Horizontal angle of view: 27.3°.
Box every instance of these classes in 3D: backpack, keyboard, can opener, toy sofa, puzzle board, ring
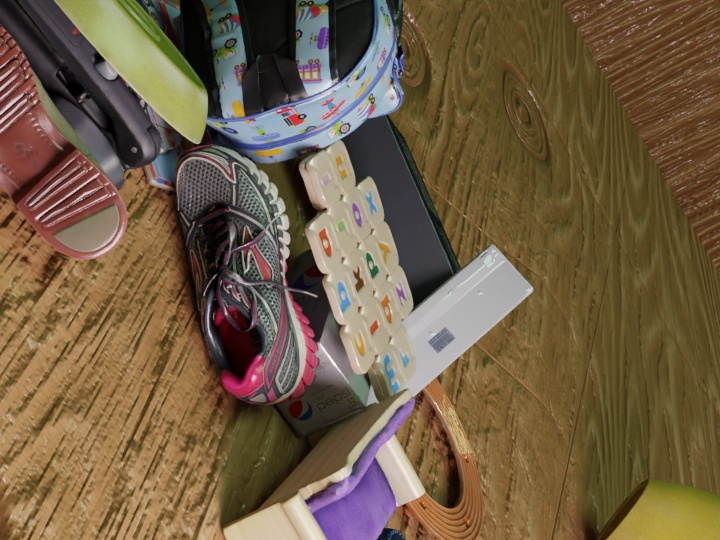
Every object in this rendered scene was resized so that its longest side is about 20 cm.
[{"bbox_3d":[-0.051,-0.165,1.175,0.201,0.182,0.135,-95,165,-45],"label":"backpack"},{"bbox_3d":[0.063,0.054,1.260,0.056,0.200,0.011,50,-23,2],"label":"keyboard"},{"bbox_3d":[-0.205,-0.147,1.000,0.200,0.063,0.079,59,22,-12],"label":"can opener"},{"bbox_3d":[-0.008,0.164,1.049,0.083,0.097,0.200,61,20,-4],"label":"toy sofa"},{"bbox_3d":[-0.151,-0.146,1.193,0.151,0.017,0.201,17,49,-62],"label":"puzzle board"},{"bbox_3d":[0.051,0.151,1.310,0.200,0.019,0.201,48,27,-34],"label":"ring"}]

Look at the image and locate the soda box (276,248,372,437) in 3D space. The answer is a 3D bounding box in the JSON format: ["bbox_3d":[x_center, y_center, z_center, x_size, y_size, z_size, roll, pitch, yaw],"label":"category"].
[{"bbox_3d":[-0.024,0.044,1.197,0.068,0.063,0.200,55,22,-19],"label":"soda box"}]

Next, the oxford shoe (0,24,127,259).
[{"bbox_3d":[-0.222,-0.092,0.923,0.200,0.070,0.075,57,-5,-12],"label":"oxford shoe"}]

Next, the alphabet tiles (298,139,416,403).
[{"bbox_3d":[0.000,0.000,1.162,0.196,0.015,0.201,-49,123,-70],"label":"alphabet tiles"}]

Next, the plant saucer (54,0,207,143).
[{"bbox_3d":[-0.169,-0.174,1.038,0.200,0.031,0.200,49,5,-5],"label":"plant saucer"}]

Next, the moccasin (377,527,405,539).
[{"bbox_3d":[0.031,0.263,1.060,0.081,0.068,0.200,50,24,-30],"label":"moccasin"}]

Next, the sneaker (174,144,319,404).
[{"bbox_3d":[-0.089,-0.001,1.077,0.075,0.080,0.201,7,59,-63],"label":"sneaker"}]

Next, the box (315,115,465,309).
[{"bbox_3d":[0.034,-0.039,1.374,0.141,0.079,0.201,49,18,-76],"label":"box"}]

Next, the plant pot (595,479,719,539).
[{"bbox_3d":[0.334,0.308,1.591,0.142,0.200,0.200,38,20,6],"label":"plant pot"}]
